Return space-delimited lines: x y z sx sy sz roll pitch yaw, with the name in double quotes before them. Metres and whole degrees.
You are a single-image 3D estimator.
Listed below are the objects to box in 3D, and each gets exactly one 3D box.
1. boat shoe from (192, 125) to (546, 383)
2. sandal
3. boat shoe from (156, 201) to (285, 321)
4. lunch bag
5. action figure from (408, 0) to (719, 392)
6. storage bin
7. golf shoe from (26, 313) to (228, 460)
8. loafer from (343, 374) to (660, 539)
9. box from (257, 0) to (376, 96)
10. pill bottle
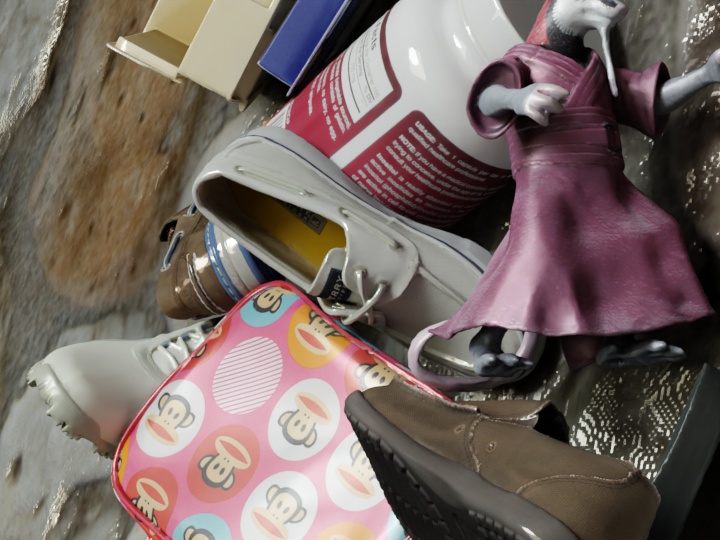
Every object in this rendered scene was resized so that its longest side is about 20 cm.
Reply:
"boat shoe" 0.000 0.000 0.929 0.070 0.200 0.071 -40 -17 -52
"sandal" 0.106 0.131 0.794 0.075 0.048 0.201 54 -120 -79
"boat shoe" -0.082 -0.021 1.078 0.072 0.072 0.200 -24 9 10
"lunch bag" -0.034 0.116 0.933 0.176 0.082 0.200 -49 49 -5
"action figure" 0.102 -0.049 0.865 0.149 0.134 0.200 -30 60 59
"storage bin" -0.067 -0.213 1.149 0.200 0.094 0.199 -62 4 8
"golf shoe" -0.102 0.053 1.032 0.097 0.200 0.078 -47 66 20
"loafer" 0.062 0.091 0.789 0.071 0.073 0.200 -33 29 -17
"box" -0.005 -0.173 1.072 0.121 0.032 0.200 -56 2 17
"pill bottle" 0.035 -0.082 0.984 0.200 0.113 0.113 -37 44 38
